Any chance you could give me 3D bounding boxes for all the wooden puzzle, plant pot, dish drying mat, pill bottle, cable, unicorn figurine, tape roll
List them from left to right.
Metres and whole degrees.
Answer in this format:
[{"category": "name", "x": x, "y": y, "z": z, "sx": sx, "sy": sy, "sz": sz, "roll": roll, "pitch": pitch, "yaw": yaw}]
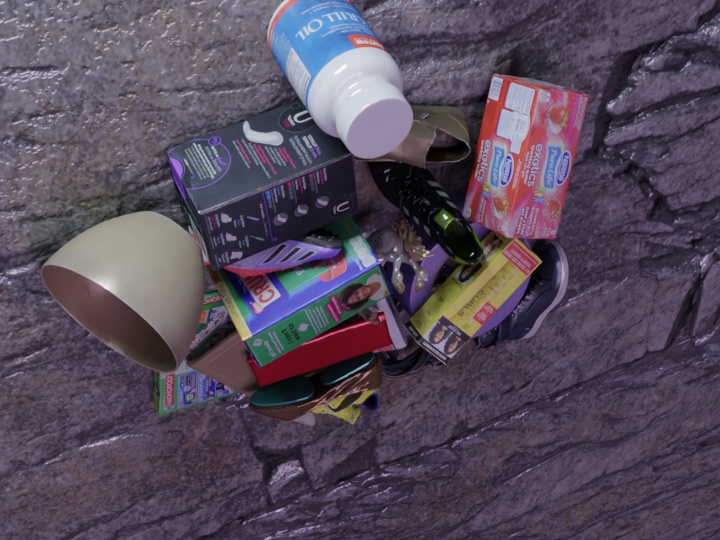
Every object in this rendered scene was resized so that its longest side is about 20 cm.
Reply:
[{"category": "plant pot", "x": -0.264, "y": 0.009, "z": 1.534, "sx": 0.135, "sy": 0.199, "sz": 0.201, "roll": -55, "pitch": 150, "yaw": -24}, {"category": "wooden puzzle", "x": -0.118, "y": 0.108, "z": 1.788, "sx": 0.199, "sy": 0.037, "sz": 0.185, "roll": -32, "pitch": 144, "yaw": 18}, {"category": "dish drying mat", "x": -0.056, "y": 0.109, "z": 1.772, "sx": 0.198, "sy": 0.018, "sz": 0.077, "roll": -18, "pitch": 145, "yaw": -1}, {"category": "pill bottle", "x": -0.019, "y": -0.219, "z": 1.419, "sx": 0.111, "sy": 0.201, "sz": 0.113, "roll": -19, "pitch": 141, "yaw": -17}, {"category": "unicorn figurine", "x": 0.000, "y": 0.000, "z": 1.723, "sx": 0.199, "sy": 0.138, "sz": 0.074, "roll": -33, "pitch": 160, "yaw": 5}, {"category": "cable", "x": 0.085, "y": 0.073, "z": 1.945, "sx": 0.162, "sy": 0.051, "sz": 0.201, "roll": 2, "pitch": 123, "yaw": -25}, {"category": "tape roll", "x": 0.142, "y": -0.004, "z": 1.832, "sx": 0.198, "sy": 0.085, "sz": 0.201, "roll": -14, "pitch": 127, "yaw": -19}]

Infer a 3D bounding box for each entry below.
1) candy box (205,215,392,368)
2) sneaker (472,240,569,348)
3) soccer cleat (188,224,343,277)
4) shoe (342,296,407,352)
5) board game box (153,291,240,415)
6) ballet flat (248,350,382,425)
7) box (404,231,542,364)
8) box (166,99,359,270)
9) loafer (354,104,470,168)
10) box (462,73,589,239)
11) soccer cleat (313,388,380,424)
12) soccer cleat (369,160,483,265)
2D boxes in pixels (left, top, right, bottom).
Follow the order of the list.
[{"category": "candy box", "x": -0.085, "y": 0.005, "z": 1.644, "sx": 0.199, "sy": 0.170, "sz": 0.077, "roll": -31, "pitch": 140, "yaw": -3}, {"category": "sneaker", "x": 0.235, "y": 0.044, "z": 1.990, "sx": 0.145, "sy": 0.077, "sz": 0.203, "roll": -9, "pitch": 138, "yaw": -32}, {"category": "soccer cleat", "x": -0.119, "y": -0.024, "z": 1.596, "sx": 0.198, "sy": 0.068, "sz": 0.074, "roll": 5, "pitch": 99, "yaw": 8}, {"category": "shoe", "x": -0.003, "y": 0.047, "z": 1.830, "sx": 0.090, "sy": 0.072, "sz": 0.201, "roll": -16, "pitch": 130, "yaw": 8}, {"category": "board game box", "x": -0.222, "y": 0.114, "z": 1.783, "sx": 0.133, "sy": 0.029, "sz": 0.201, "roll": -13, "pitch": 139, "yaw": -22}, {"category": "ballet flat", "x": -0.057, "y": 0.178, "z": 1.817, "sx": 0.199, "sy": 0.068, "sz": 0.073, "roll": -23, "pitch": 120, "yaw": -4}, {"category": "box", "x": 0.157, "y": 0.033, "z": 1.776, "sx": 0.200, "sy": 0.050, "sz": 0.075, "roll": -47, "pitch": 128, "yaw": 6}, {"category": "box", "x": -0.116, "y": -0.107, "z": 1.537, "sx": 0.199, "sy": 0.123, "sz": 0.107, "roll": -22, "pitch": 141, "yaw": -12}, {"category": "loafer", "x": 0.063, "y": -0.172, "z": 1.638, "sx": 0.198, "sy": 0.068, "sz": 0.076, "roll": -10, "pitch": 137, "yaw": -27}, {"category": "box", "x": 0.218, "y": -0.150, "z": 1.691, "sx": 0.095, "sy": 0.099, "sz": 0.202, "roll": 1, "pitch": 107, "yaw": -35}, {"category": "soccer cleat", "x": -0.034, "y": 0.194, "z": 1.919, "sx": 0.064, "sy": 0.084, "sz": 0.199, "roll": -27, "pitch": 169, "yaw": 35}, {"category": "soccer cleat", "x": 0.093, "y": -0.085, "z": 1.684, "sx": 0.068, "sy": 0.081, "sz": 0.200, "roll": -45, "pitch": 104, "yaw": -1}]
